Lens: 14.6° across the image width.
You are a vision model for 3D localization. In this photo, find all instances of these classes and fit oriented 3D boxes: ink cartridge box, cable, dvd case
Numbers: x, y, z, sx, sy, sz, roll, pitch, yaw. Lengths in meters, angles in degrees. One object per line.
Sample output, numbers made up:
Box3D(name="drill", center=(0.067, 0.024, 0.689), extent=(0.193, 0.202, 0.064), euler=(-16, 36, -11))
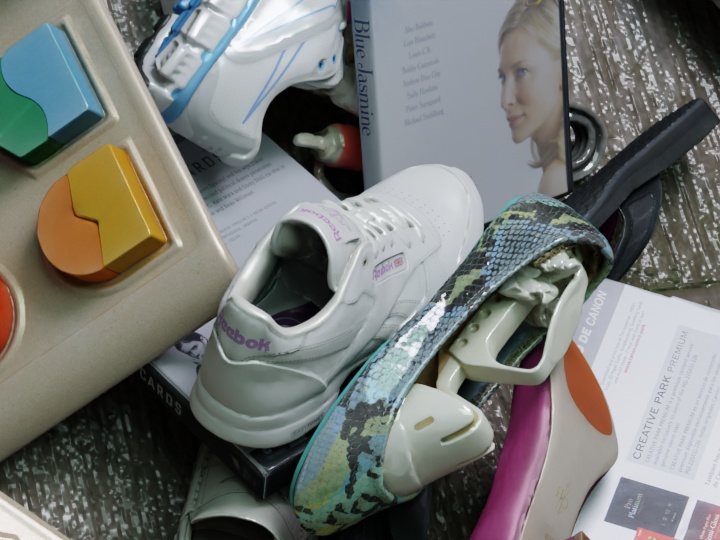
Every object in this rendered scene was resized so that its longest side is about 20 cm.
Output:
Box3D(name="ink cartridge box", center=(0.162, 0.120, 1.387), extent=(0.175, 0.084, 0.200), euler=(18, 55, 12))
Box3D(name="cable", center=(0.047, -0.066, 1.473), extent=(0.200, 0.050, 0.097), euler=(15, 83, -27))
Box3D(name="dvd case", center=(-0.055, 0.010, 1.371), extent=(0.150, 0.025, 0.200), euler=(-29, 57, -32))
Box3D(name="dvd case", center=(0.053, -0.117, 1.427), extent=(0.143, 0.200, 0.018), euler=(-21, 25, -39))

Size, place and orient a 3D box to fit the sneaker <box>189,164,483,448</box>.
Box3D(name="sneaker", center=(0.000, 0.000, 1.305), extent=(0.075, 0.100, 0.200), euler=(29, 47, 19))

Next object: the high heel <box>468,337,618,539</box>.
Box3D(name="high heel", center=(0.068, 0.106, 1.318), extent=(0.067, 0.096, 0.200), euler=(49, 26, -29))

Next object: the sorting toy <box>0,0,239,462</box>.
Box3D(name="sorting toy", center=(-0.173, -0.027, 1.337), extent=(0.185, 0.036, 0.200), euler=(-34, 71, 15))

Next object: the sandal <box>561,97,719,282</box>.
Box3D(name="sandal", center=(0.132, -0.023, 1.483), extent=(0.200, 0.075, 0.048), euler=(-40, 96, -32))

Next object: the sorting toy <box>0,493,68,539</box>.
Box3D(name="sorting toy", center=(-0.230, 0.161, 1.269), extent=(0.200, 0.036, 0.185), euler=(31, 55, 7))

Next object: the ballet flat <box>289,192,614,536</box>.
Box3D(name="ballet flat", center=(0.047, 0.048, 1.292), extent=(0.074, 0.074, 0.200), euler=(36, 75, 5))

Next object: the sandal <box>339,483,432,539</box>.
Box3D(name="sandal", center=(0.002, 0.141, 1.334), extent=(0.048, 0.075, 0.201), euler=(14, 48, -6))

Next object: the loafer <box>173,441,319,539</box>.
Box3D(name="loafer", center=(-0.052, 0.125, 1.321), extent=(0.070, 0.070, 0.200), euler=(13, 62, -4))

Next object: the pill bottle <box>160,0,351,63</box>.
Box3D(name="pill bottle", center=(-0.001, -0.170, 1.499), extent=(0.200, 0.113, 0.113), euler=(-15, 66, -25))

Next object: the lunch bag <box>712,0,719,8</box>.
Box3D(name="lunch bag", center=(0.251, -0.206, 1.588), extent=(0.168, 0.139, 0.200), euler=(-35, 75, -32))

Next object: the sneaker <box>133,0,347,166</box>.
Box3D(name="sneaker", center=(-0.032, -0.138, 1.394), extent=(0.087, 0.075, 0.200), euler=(40, 77, -20))

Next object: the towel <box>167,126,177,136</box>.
Box3D(name="towel", center=(-0.079, -0.006, 1.430), extent=(0.200, 0.023, 0.153), euler=(32, 55, 3))
